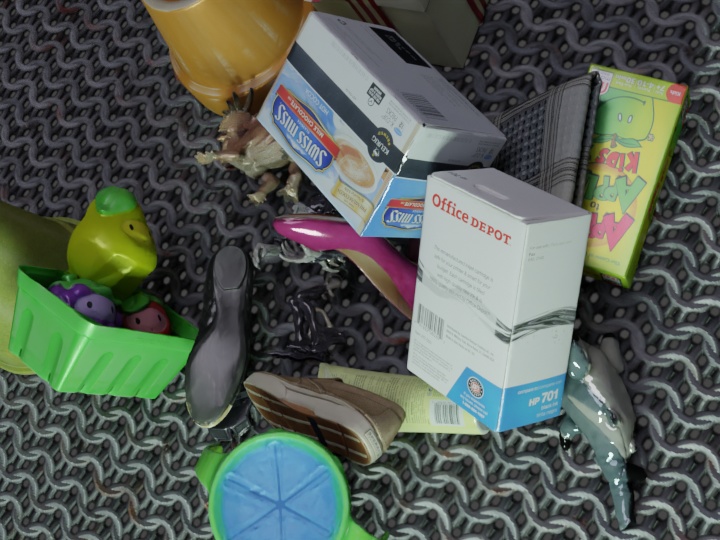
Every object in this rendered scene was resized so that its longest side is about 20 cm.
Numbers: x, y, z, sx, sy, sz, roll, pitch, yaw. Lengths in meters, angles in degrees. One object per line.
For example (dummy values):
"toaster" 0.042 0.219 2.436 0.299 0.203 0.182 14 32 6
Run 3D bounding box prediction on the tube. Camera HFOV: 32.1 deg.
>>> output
"tube" 0.037 0.133 1.262 0.198 0.052 0.058 -1 30 29

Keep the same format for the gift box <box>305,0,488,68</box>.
"gift box" 0.027 -0.339 1.370 0.198 0.187 0.186 9 73 26

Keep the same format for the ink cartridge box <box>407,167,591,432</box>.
"ink cartridge box" 0.122 0.023 1.148 0.146 0.085 0.202 33 123 50

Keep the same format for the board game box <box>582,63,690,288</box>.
"board game box" 0.247 -0.094 1.237 0.101 0.048 0.201 17 81 20

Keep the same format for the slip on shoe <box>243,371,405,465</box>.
"slip on shoe" -0.038 0.136 1.256 0.061 0.076 0.199 -41 31 -28

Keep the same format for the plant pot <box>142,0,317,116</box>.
"plant pot" -0.157 -0.305 1.442 0.199 0.183 0.202 -9 66 21

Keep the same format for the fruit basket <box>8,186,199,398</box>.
"fruit basket" -0.264 0.022 1.351 0.155 0.216 0.216 32 85 31

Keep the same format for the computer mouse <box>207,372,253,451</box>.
"computer mouse" -0.131 0.185 1.324 0.058 0.034 0.202 -15 65 7

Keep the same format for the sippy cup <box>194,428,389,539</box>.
"sippy cup" -0.065 0.225 1.209 0.139 0.130 0.179 -30 78 4

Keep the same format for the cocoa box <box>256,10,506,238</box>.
"cocoa box" 0.017 -0.142 1.245 0.200 0.133 0.132 49 121 32

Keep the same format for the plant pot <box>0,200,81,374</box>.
"plant pot" -0.421 -0.002 1.442 0.199 0.184 0.202 -9 66 21

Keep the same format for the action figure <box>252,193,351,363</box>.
"action figure" -0.054 -0.009 1.319 0.119 0.101 0.202 155 123 -66

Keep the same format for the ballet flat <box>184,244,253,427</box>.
"ballet flat" -0.144 0.070 1.337 0.066 0.057 0.202 7 73 7

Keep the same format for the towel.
"towel" 0.155 -0.083 1.241 0.192 0.034 0.202 -18 55 55

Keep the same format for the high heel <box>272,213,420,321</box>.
"high heel" 0.000 0.000 1.251 0.067 0.198 0.097 -166 87 -68

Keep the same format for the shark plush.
"shark plush" 0.220 0.142 1.183 0.083 0.091 0.201 -31 80 32

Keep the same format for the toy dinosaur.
"toy dinosaur" -0.094 -0.148 1.389 0.198 0.086 0.136 -5 43 24
